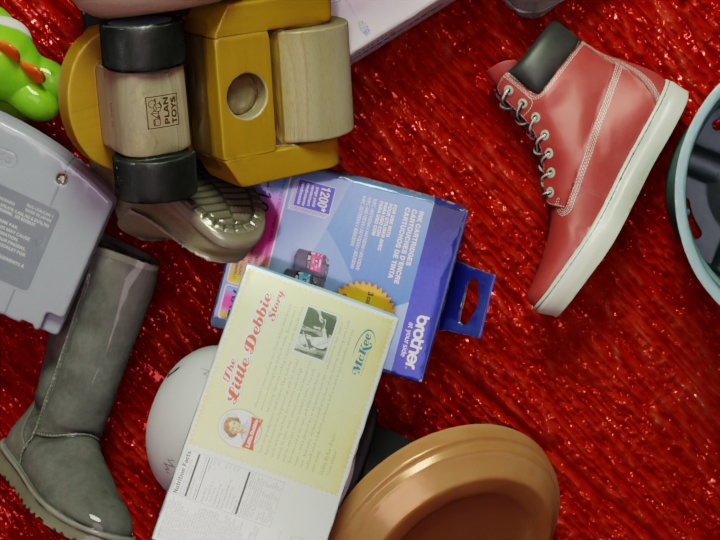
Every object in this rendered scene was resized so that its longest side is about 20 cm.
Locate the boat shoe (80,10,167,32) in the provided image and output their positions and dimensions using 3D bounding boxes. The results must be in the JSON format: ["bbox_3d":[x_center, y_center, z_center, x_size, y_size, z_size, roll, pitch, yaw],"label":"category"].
[{"bbox_3d":[-0.179,-0.210,1.104,0.073,0.060,0.203,-5,85,3],"label":"boat shoe"}]

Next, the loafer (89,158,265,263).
[{"bbox_3d":[-0.138,-0.050,1.086,0.075,0.200,0.069,-5,119,-36],"label":"loafer"}]

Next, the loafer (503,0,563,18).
[{"bbox_3d":[0.184,-0.266,1.092,0.070,0.070,0.200,44,94,-1],"label":"loafer"}]

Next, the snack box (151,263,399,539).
[{"bbox_3d":[-0.058,0.109,1.023,0.115,0.037,0.202,19,78,-2],"label":"snack box"}]

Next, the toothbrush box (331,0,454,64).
[{"bbox_3d":[-0.006,-0.272,1.092,0.146,0.085,0.201,-32,91,3],"label":"toothbrush box"}]

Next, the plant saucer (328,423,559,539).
[{"bbox_3d":[0.064,0.205,1.085,0.198,0.037,0.202,-15,126,-21],"label":"plant saucer"}]

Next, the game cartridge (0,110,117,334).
[{"bbox_3d":[-0.284,-0.052,1.068,0.198,0.041,0.134,25,107,-7],"label":"game cartridge"}]

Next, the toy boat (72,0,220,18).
[{"bbox_3d":[-0.145,-0.254,0.978,0.129,0.201,0.132,-12,125,-12],"label":"toy boat"}]

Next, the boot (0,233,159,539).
[{"bbox_3d":[-0.193,0.086,1.102,0.181,0.072,0.201,30,93,39],"label":"boot"}]

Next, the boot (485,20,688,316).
[{"bbox_3d":[0.139,-0.079,1.108,0.143,0.072,0.202,27,86,1],"label":"boot"}]

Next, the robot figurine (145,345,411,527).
[{"bbox_3d":[-0.061,0.133,1.101,0.198,0.125,0.152,20,79,-1],"label":"robot figurine"}]

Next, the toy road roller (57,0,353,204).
[{"bbox_3d":[-0.115,-0.132,1.037,0.198,0.146,0.124,-13,111,-28],"label":"toy road roller"}]

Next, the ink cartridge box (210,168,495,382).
[{"bbox_3d":[0.000,0.000,1.115,0.198,0.076,0.138,14,94,0],"label":"ink cartridge box"}]

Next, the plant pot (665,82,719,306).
[{"bbox_3d":[0.303,-0.057,1.037,0.198,0.196,0.203,0,95,2],"label":"plant pot"}]

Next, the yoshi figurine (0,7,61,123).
[{"bbox_3d":[-0.309,-0.170,1.101,0.199,0.112,0.113,35,106,-6],"label":"yoshi figurine"}]
